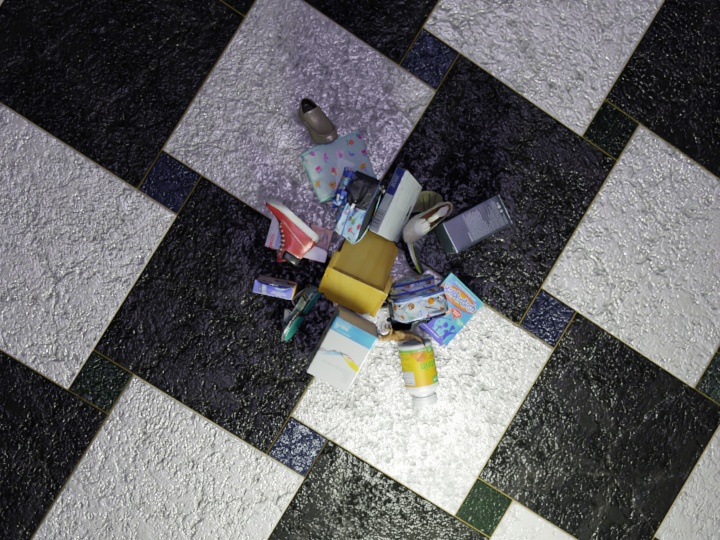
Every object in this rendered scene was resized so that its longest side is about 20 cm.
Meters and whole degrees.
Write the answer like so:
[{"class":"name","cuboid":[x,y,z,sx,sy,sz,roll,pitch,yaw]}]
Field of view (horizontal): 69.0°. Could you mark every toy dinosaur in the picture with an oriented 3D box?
[{"class":"toy dinosaur","cuboid":[0.140,0.203,1.681,0.198,0.060,0.107,-4,60,33]}]

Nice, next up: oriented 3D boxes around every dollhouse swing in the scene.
[{"class":"dollhouse swing","cuboid":[0.000,0.000,1.642,0.198,0.182,0.177,24,48,-3]}]

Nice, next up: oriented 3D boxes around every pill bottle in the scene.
[{"class":"pill bottle","cuboid":[0.191,0.328,1.681,0.110,0.111,0.202,-11,92,-4]}]

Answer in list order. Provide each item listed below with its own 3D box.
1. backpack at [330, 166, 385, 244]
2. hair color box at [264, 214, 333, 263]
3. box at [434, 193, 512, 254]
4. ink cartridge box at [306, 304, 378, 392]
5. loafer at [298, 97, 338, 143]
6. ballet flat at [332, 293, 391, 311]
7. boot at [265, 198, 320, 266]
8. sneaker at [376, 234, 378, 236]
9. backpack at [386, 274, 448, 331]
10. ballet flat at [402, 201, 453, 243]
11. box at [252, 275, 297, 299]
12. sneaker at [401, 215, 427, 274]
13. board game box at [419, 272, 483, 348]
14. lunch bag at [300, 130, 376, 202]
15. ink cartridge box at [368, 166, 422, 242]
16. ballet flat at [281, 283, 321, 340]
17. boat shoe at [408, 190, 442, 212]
[{"class":"backpack","cuboid":[-0.020,-0.185,1.529,0.133,0.183,0.202,21,100,-4]},{"class":"hair color box","cuboid":[-0.194,-0.102,1.672,0.198,0.064,0.112,15,89,-5]},{"class":"box","cuboid":[0.353,-0.144,1.668,0.199,0.148,0.108,-28,92,-4]},{"class":"ink cartridge box","cuboid":[-0.055,0.240,1.629,0.145,0.147,0.201,28,99,-5]},{"class":"loafer","cuboid":[-0.140,-0.465,1.622,0.075,0.069,0.200,-33,58,-13]},{"class":"ballet flat","cuboid":[0.009,0.095,1.692,0.198,0.057,0.067,-5,91,-3]},{"class":"boot","cuboid":[-0.242,-0.112,1.605,0.200,0.072,0.144,42,88,-6]},{"class":"sneaker","cuboid":[0.055,-0.059,1.693,0.090,0.076,0.201,31,98,-10]},{"class":"backpack","cuboid":[0.177,0.092,1.587,0.198,0.190,0.155,-19,100,-8]},{"class":"ballet flat","cuboid":[0.212,-0.159,1.652,0.200,0.062,0.068,-40,101,-18]},{"class":"box","cuboid":[-0.259,0.052,1.600,0.118,0.200,0.042,12,95,-4]},{"class":"sneaker","cuboid":[0.183,-0.087,1.697,0.080,0.074,0.202,-13,94,-8]},{"class":"board game box","cuboid":[0.282,0.130,1.718,0.152,0.045,0.200,42,87,-3]},{"class":"lunch bag","cuboid":[-0.072,-0.321,1.650,0.198,0.122,0.172,-22,93,-9]},{"class":"ink cartridge box","cuboid":[0.108,-0.190,1.565,0.043,0.200,0.198,25,93,18]},{"class":"ballet flat","cuboid":[-0.204,0.129,1.681,0.074,0.074,0.201,37,86,-4]},{"class":"boat shoe","cuboid":[0.170,-0.222,1.689,0.198,0.068,0.076,-8,110,-26]}]
